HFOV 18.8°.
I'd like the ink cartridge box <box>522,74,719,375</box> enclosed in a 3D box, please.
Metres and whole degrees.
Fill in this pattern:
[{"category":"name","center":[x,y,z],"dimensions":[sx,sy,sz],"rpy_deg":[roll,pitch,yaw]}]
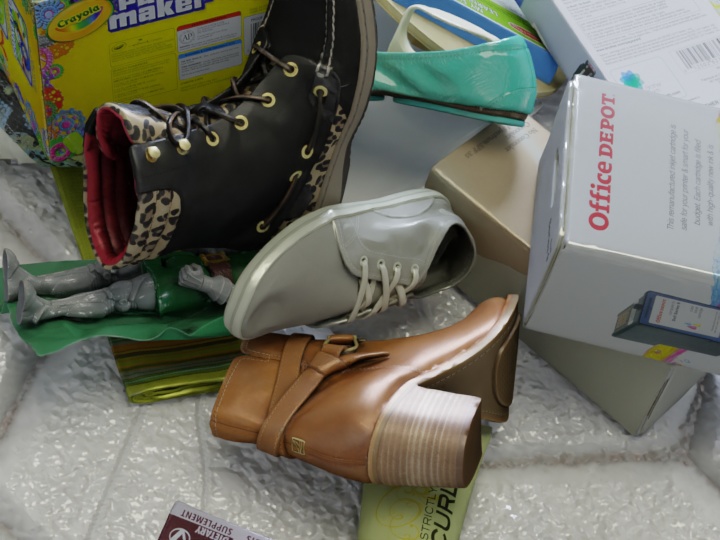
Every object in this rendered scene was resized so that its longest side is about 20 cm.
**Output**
[{"category":"ink cartridge box","center":[0.205,-0.021,1.294],"dimensions":[0.199,0.088,0.146],"rpy_deg":[14,48,-6]}]

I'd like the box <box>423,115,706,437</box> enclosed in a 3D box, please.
[{"category":"box","center":[0.136,-0.001,1.368],"dimensions":[0.200,0.078,0.095],"rpy_deg":[39,52,17]}]

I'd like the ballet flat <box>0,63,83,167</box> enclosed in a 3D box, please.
[{"category":"ballet flat","center":[-0.245,-0.110,1.374],"dimensions":[0.200,0.074,0.074],"rpy_deg":[40,54,22]}]

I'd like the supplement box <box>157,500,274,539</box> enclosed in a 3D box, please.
[{"category":"supplement box","center":[-0.087,0.231,1.139],"dimensions":[0.108,0.061,0.200],"rpy_deg":[21,51,2]}]

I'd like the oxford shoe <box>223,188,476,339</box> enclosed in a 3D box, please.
[{"category":"oxford shoe","center":[0.000,0.000,1.275],"dimensions":[0.058,0.075,0.200],"rpy_deg":[41,37,25]}]

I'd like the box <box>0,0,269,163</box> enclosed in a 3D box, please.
[{"category":"box","center":[-0.129,-0.191,1.324],"dimensions":[0.199,0.122,0.193],"rpy_deg":[-17,47,-18]}]

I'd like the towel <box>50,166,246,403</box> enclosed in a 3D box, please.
[{"category":"towel","center":[-0.129,-0.007,1.344],"dimensions":[0.086,0.018,0.200],"rpy_deg":[-9,55,-21]}]

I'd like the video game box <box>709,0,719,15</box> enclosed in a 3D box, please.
[{"category":"video game box","center":[0.226,-0.189,1.552],"dimensions":[0.182,0.047,0.200],"rpy_deg":[-17,64,-23]}]

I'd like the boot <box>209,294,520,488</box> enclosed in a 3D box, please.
[{"category":"boot","center":[0.009,0.062,1.287],"dimensions":[0.155,0.077,0.200],"rpy_deg":[8,33,15]}]

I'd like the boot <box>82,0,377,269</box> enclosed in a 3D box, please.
[{"category":"boot","center":[-0.075,-0.091,1.224],"dimensions":[0.150,0.201,0.073],"rpy_deg":[-12,37,-36]}]

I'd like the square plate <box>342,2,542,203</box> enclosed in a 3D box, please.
[{"category":"square plate","center":[-0.012,-0.119,1.456],"dimensions":[0.200,0.028,0.198],"rpy_deg":[40,54,18]}]

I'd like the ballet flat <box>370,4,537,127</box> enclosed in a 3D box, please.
[{"category":"ballet flat","center":[0.017,-0.135,1.381],"dimensions":[0.199,0.067,0.071],"rpy_deg":[7,91,17]}]

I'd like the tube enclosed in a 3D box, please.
[{"category":"tube","center":[0.026,0.153,1.239],"dimensions":[0.058,0.052,0.200],"rpy_deg":[42,37,-23]}]

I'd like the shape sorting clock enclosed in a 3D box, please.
[{"category":"shape sorting clock","center":[0.059,-0.189,1.484],"dimensions":[0.200,0.039,0.200],"rpy_deg":[32,25,-17]}]

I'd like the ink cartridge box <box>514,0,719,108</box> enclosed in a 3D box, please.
[{"category":"ink cartridge box","center":[0.180,-0.168,1.471],"dimensions":[0.119,0.042,0.200],"rpy_deg":[-19,68,-30]}]

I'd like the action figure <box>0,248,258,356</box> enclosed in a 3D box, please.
[{"category":"action figure","center":[-0.109,0.007,1.289],"dimensions":[0.199,0.055,0.118],"rpy_deg":[-5,29,-23]}]
